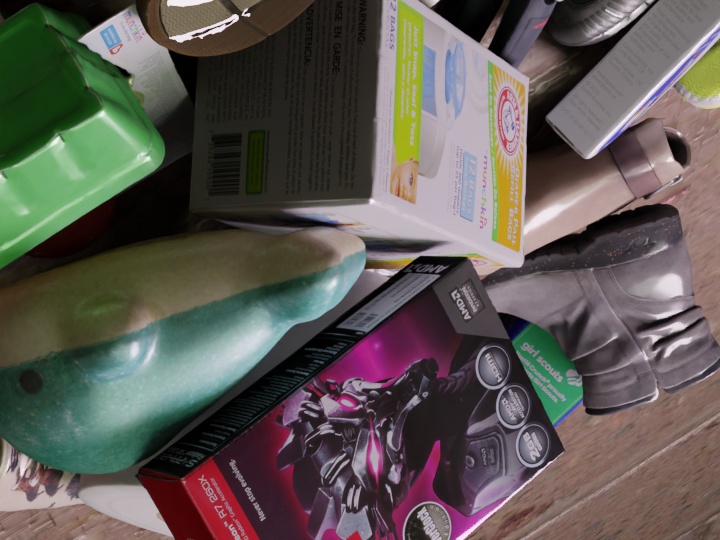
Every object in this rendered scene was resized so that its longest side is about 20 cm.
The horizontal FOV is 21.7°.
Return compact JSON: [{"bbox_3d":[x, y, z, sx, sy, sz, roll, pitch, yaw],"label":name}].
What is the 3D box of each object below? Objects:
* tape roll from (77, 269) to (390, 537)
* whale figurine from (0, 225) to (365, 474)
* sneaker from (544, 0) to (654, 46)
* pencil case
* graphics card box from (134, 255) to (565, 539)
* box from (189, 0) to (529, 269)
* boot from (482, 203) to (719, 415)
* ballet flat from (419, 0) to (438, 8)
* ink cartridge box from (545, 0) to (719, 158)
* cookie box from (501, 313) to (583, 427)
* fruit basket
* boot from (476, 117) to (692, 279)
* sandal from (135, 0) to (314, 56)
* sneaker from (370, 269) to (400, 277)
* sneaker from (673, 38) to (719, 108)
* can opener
[{"bbox_3d":[-0.050,0.083,1.071,0.202,0.140,0.203,11,163,3],"label":"tape roll"},{"bbox_3d":[-0.091,0.036,0.907,0.199,0.104,0.159,-14,-176,12],"label":"whale figurine"},{"bbox_3d":[0.155,-0.206,1.005,0.200,0.067,0.090,-50,159,22],"label":"sneaker"},{"bbox_3d":[-0.182,0.099,1.125,0.090,0.078,0.200,-52,154,17],"label":"pencil case"},{"bbox_3d":[0.000,0.096,0.946,0.200,0.126,0.051,-36,-161,-27],"label":"graphics card box"},{"bbox_3d":[0.006,-0.068,0.972,0.101,0.113,0.200,-2,170,26],"label":"box"},{"bbox_3d":[0.142,0.042,1.288,0.199,0.132,0.070,-14,-166,16],"label":"boot"},{"bbox_3d":[0.062,-0.200,0.905,0.200,0.070,0.069,-43,156,26],"label":"ballet flat"},{"bbox_3d":[0.209,-0.161,1.127,0.200,0.047,0.198,-47,175,20],"label":"ink cartridge box"},{"bbox_3d":[0.114,0.088,1.437,0.200,0.075,0.171,-48,180,28],"label":"cookie box"},{"bbox_3d":[-0.164,-0.047,0.886,0.185,0.094,0.200,-33,173,-3],"label":"fruit basket"},{"bbox_3d":[0.135,-0.056,1.223,0.146,0.071,0.200,-21,-177,23],"label":"boot"},{"bbox_3d":[-0.032,-0.169,0.834,0.200,0.054,0.082,-48,154,-21],"label":"sandal"},{"bbox_3d":[0.000,0.000,1.191,0.098,0.071,0.200,-34,156,2],"label":"sneaker"},{"bbox_3d":[0.294,-0.186,1.253,0.200,0.076,0.105,-37,170,22],"label":"sneaker"},{"bbox_3d":[0.086,-0.154,1.019,0.078,0.064,0.200,-22,154,-29],"label":"can opener"}]
